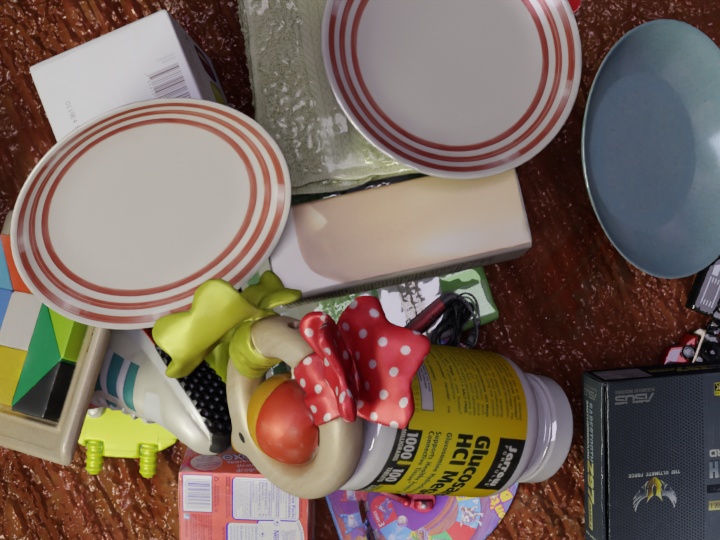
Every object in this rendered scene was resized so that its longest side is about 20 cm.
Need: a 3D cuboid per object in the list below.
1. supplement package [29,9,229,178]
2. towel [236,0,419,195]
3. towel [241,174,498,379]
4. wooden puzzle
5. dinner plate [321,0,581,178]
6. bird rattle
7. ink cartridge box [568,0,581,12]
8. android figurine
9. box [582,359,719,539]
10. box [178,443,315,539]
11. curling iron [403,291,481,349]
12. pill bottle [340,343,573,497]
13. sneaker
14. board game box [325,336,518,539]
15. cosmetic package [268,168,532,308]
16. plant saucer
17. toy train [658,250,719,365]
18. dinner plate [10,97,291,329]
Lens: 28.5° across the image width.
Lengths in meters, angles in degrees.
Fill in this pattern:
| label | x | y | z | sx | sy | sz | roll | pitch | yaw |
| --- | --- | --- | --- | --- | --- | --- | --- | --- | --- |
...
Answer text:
| label | x | y | z | sx | sy | sz | roll | pitch | yaw |
| --- | --- | --- | --- | --- | --- | --- | --- | --- | --- |
| supplement package | -0.160 | -0.111 | 1.089 | 0.109 | 0.200 | 0.115 | -22 | 88 | 2 |
| towel | -0.020 | -0.161 | 1.097 | 0.147 | 0.036 | 0.202 | -11 | 79 | 10 |
| towel | 0.000 | 0.000 | 1.167 | 0.198 | 0.031 | 0.151 | -16 | 86 | 0 |
| wooden puzzle | -0.256 | 0.044 | 1.098 | 0.037 | 0.199 | 0.187 | 24 | 77 | -42 |
| dinner plate | 0.068 | -0.164 | 1.056 | 0.198 | 0.024 | 0.203 | 2 | 77 | -9 |
| bird rattle | -0.039 | 0.080 | 0.987 | 0.199 | 0.112 | 0.165 | 19 | 121 | 33 |
| ink cartridge box | 0.069 | -0.191 | 1.137 | 0.200 | 0.067 | 0.116 | -44 | 75 | 2 |
| android figurine | -0.191 | 0.069 | 1.170 | 0.180 | 0.041 | 0.203 | 5 | 88 | 2 |
| box | 0.274 | 0.153 | 1.115 | 0.198 | 0.051 | 0.160 | -3 | 98 | -11 |
| box | -0.086 | 0.227 | 1.108 | 0.101 | 0.095 | 0.202 | 1 | 109 | 2 |
| curling iron | 0.016 | 0.087 | 1.136 | 0.199 | 0.026 | 0.050 | -37 | 85 | 5 |
| pill bottle | 0.061 | 0.113 | 1.072 | 0.198 | 0.112 | 0.114 | 9 | 90 | -34 |
| sneaker | -0.177 | 0.088 | 1.099 | 0.094 | 0.070 | 0.200 | -50 | 63 | 11 |
| board game box | 0.038 | 0.147 | 1.158 | 0.156 | 0.039 | 0.202 | -19 | 89 | 2 |
| cosmetic package | 0.027 | -0.027 | 1.103 | 0.198 | 0.105 | 0.072 | -12 | 85 | -2 |
| plant saucer | 0.234 | -0.095 | 1.121 | 0.199 | 0.039 | 0.204 | 0 | 90 | -37 |
| toy train | 0.265 | 0.078 | 1.154 | 0.045 | 0.034 | 0.202 | 21 | 90 | 4 |
| dinner plate | -0.144 | -0.040 | 0.983 | 0.199 | 0.201 | 0.024 | -32 | 48 | 1 |
